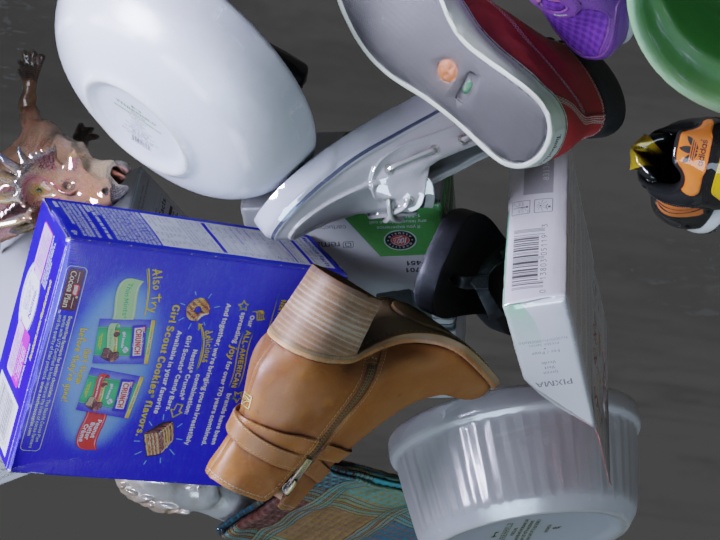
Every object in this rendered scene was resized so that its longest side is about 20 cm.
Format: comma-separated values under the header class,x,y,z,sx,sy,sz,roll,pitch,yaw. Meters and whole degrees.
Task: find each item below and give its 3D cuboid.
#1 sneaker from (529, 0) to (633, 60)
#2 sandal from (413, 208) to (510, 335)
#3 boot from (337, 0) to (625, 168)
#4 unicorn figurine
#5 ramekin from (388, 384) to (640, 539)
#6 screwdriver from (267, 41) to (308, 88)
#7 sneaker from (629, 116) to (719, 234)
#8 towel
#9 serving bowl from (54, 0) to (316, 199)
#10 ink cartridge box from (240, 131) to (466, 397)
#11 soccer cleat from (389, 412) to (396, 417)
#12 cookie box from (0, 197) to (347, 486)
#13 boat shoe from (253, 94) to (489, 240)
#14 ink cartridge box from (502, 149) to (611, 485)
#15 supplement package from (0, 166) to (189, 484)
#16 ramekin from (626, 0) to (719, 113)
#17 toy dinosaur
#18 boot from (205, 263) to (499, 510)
class,x,y,z,sx,sy,sz,roll,pitch,yaw
sneaker,0.102,-0.199,1.180,0.080,0.089,0.201,9,143,43
sandal,0.093,0.004,1.362,0.043,0.077,0.200,19,-178,26
boot,0.080,-0.152,1.259,0.200,0.144,0.073,46,122,13
unicorn figurine,-0.115,0.175,1.604,0.137,0.074,0.200,-29,126,32
ramekin,0.125,0.164,1.500,0.200,0.095,0.203,-7,158,-3
screwdriver,-0.126,-0.166,1.297,0.198,0.029,0.028,21,134,-15
sneaker,0.213,-0.071,1.271,0.089,0.071,0.200,14,176,-10
towel,-0.001,0.211,1.619,0.199,0.022,0.146,20,137,-40
serving bowl,-0.126,-0.114,1.252,0.199,0.066,0.201,33,157,16
ink cartridge box,0.000,0.000,1.408,0.145,0.084,0.201,-2,134,8
soccer cleat,-0.060,0.098,1.512,0.198,0.067,0.076,-6,175,7
cookie box,-0.130,0.053,1.287,0.198,0.075,0.173,8,112,-27
boat shoe,0.025,-0.067,1.278,0.199,0.066,0.074,-33,170,-10
ink cartridge box,0.141,0.031,1.367,0.050,0.162,0.201,-5,135,12
supplement package,-0.219,0.044,1.427,0.199,0.157,0.111,-22,128,27
ramekin,0.260,-0.196,1.171,0.198,0.098,0.201,4,136,3
toy dinosaur,-0.239,-0.054,1.343,0.085,0.136,0.200,30,134,-23
boot,-0.003,0.095,1.280,0.199,0.076,0.156,24,97,-51
